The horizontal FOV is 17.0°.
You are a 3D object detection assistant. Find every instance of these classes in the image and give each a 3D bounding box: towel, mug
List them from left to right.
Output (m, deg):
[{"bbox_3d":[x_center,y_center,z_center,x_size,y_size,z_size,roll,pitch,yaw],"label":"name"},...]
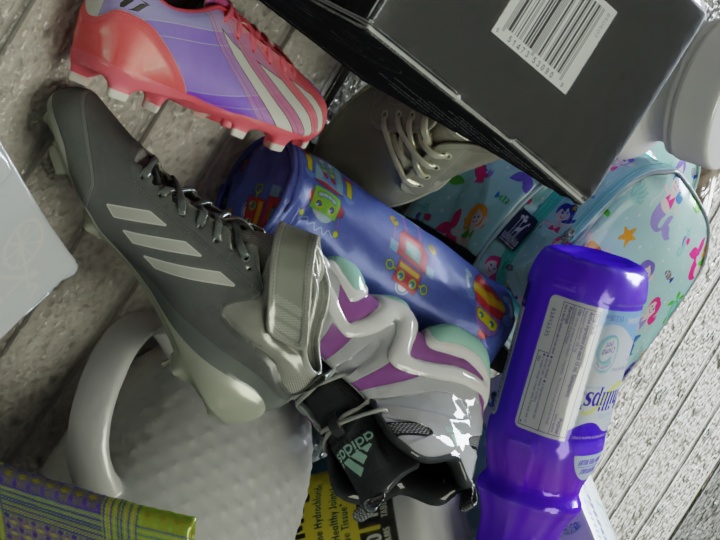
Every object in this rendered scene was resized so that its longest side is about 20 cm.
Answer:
[{"bbox_3d":[-0.172,0.153,1.253,0.023,0.199,0.144,-53,151,-46],"label":"towel"},{"bbox_3d":[-0.110,0.111,1.333,0.176,0.147,0.200,-62,148,-35],"label":"mug"}]

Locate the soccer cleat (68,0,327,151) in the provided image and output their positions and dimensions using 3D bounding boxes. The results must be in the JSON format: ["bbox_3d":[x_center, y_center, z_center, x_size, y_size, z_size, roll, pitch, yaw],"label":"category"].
[{"bbox_3d":[-0.074,-0.114,1.272,0.200,0.067,0.077,11,103,-54],"label":"soccer cleat"}]

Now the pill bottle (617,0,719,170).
[{"bbox_3d":[0.130,-0.131,1.387,0.112,0.199,0.112,-47,150,-38],"label":"pill bottle"}]

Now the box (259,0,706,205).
[{"bbox_3d":[0.032,-0.156,1.217,0.200,0.196,0.124,34,88,-45],"label":"box"}]

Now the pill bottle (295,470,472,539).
[{"bbox_3d":[-0.038,0.184,1.451,0.199,0.113,0.112,-17,149,14],"label":"pill bottle"}]

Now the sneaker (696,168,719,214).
[{"bbox_3d":[0.221,-0.087,1.708,0.075,0.070,0.200,35,85,-39],"label":"sneaker"}]

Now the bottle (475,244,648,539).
[{"bbox_3d":[0.114,0.086,1.430,0.083,0.065,0.201,0,107,-64],"label":"bottle"}]

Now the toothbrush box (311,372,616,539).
[{"bbox_3d":[0.053,0.172,1.532,0.199,0.147,0.085,-27,154,12],"label":"toothbrush box"}]

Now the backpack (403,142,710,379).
[{"bbox_3d":[0.137,-0.036,1.552,0.200,0.150,0.178,-56,143,-13],"label":"backpack"}]

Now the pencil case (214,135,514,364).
[{"bbox_3d":[0.000,0.000,1.397,0.200,0.087,0.078,35,58,-34],"label":"pencil case"}]

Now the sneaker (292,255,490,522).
[{"bbox_3d":[-0.010,0.073,1.311,0.199,0.140,0.078,23,137,-25],"label":"sneaker"}]

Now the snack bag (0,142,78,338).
[{"bbox_3d":[-0.226,0.011,1.118,0.189,0.021,0.200,-47,147,-17],"label":"snack bag"}]

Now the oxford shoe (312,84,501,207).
[{"bbox_3d":[0.040,-0.080,1.364,0.058,0.200,0.075,-41,106,-48],"label":"oxford shoe"}]

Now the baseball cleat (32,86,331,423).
[{"bbox_3d":[-0.081,-0.021,1.245,0.106,0.200,0.070,-25,-164,16],"label":"baseball cleat"}]
